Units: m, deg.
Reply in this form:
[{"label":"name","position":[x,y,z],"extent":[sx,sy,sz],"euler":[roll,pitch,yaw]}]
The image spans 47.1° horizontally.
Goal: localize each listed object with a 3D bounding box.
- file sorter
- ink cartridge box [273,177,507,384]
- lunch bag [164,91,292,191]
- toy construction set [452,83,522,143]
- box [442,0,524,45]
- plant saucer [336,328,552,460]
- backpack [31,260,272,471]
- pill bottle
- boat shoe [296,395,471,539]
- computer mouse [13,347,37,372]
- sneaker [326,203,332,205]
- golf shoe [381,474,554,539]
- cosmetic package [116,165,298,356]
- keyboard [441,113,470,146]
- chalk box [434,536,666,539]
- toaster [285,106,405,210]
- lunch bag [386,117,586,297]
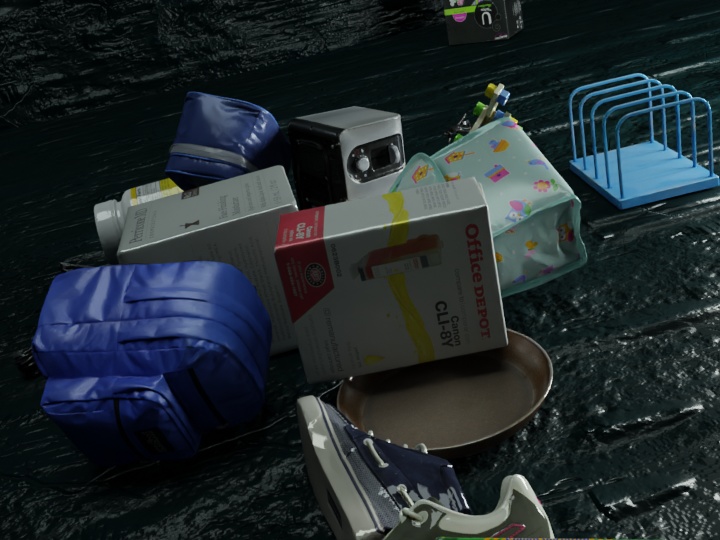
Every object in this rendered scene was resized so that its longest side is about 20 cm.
[{"label":"file sorter","position":[0.382,-0.186,1.144],"extent":[0.136,0.125,0.201],"euler":[-14,23,-1]},{"label":"ink cartridge box","position":[0.031,0.009,0.777],"extent":[0.195,0.148,0.084],"euler":[-11,23,4]},{"label":"lunch bag","position":[-0.182,-0.142,1.159],"extent":[0.133,0.135,0.200],"euler":[13,-12,15]},{"label":"toy construction set","position":[0.181,-0.166,1.175],"extent":[0.091,0.200,0.133],"euler":[28,84,24]},{"label":"box","position":[0.358,-0.757,2.416],"extent":[0.196,0.152,0.124],"euler":[3,28,34]},{"label":"plant saucer","position":[0.077,0.111,0.749],"extent":[0.195,0.033,0.201],"euler":[-12,23,5]},{"label":"backpack","position":[-0.183,0.090,0.781],"extent":[0.195,0.164,0.171],"euler":[-8,54,9]},{"label":"pill bottle","position":[-0.304,-0.082,1.286],"extent":[0.196,0.117,0.115],"euler":[-16,23,-7]},{"label":"boat shoe","position":[0.014,0.158,0.640],"extent":[0.091,0.076,0.200],"euler":[-12,30,-15]},{"label":"computer mouse","position":[-0.325,0.089,1.000],"extent":[0.196,0.045,0.110],"euler":[0,26,29]},{"label":"sneaker","position":[0.000,0.000,0.989],"extent":[0.077,0.083,0.201],"euler":[-28,43,-7]},{"label":"golf shoe","position":[0.026,0.188,0.508],"extent":[0.195,0.090,0.077],"euler":[-12,-10,-4]},{"label":"cosmetic package","position":[-0.156,0.000,0.951],"extent":[0.196,0.168,0.165],"euler":[-15,23,-6]},{"label":"keyboard","position":[0.124,-0.155,1.191],"extent":[0.020,0.130,0.200],"euler":[20,25,15]},{"label":"chalk box","position":[0.081,0.232,0.352],"extent":[0.122,0.127,0.201],"euler":[-5,24,18]},{"label":"toaster","position":[-0.017,-0.123,1.147],"extent":[0.117,0.185,0.199],"euler":[-17,22,-25]},{"label":"lunch bag","position":[0.119,-0.053,0.902],"extent":[0.196,0.123,0.172],"euler":[-23,44,-1]}]
